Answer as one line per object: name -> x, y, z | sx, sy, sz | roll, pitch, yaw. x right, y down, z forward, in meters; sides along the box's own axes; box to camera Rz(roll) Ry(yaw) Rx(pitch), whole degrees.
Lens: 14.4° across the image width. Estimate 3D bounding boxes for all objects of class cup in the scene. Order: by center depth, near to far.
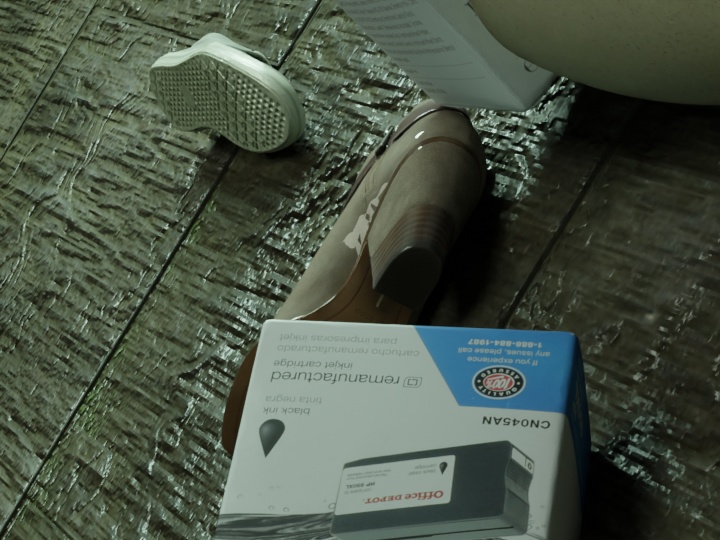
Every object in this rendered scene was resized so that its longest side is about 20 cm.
cup -> 0.163, -0.151, 1.259 | 0.201, 0.200, 0.143 | -56, 46, 6

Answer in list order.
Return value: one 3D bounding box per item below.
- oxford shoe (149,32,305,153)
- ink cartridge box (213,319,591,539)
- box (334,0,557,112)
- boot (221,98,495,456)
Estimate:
oxford shoe -> -0.078, -0.120, 1.852 | 0.058, 0.075, 0.200 | -26, 16, -19
ink cartridge box -> 0.015, 0.123, 1.213 | 0.084, 0.144, 0.200 | 80, -164, -48
box -> 0.083, -0.194, 1.432 | 0.199, 0.131, 0.200 | -47, 11, -4
boot -> 0.000, 0.000, 1.538 | 0.200, 0.070, 0.146 | -44, 20, 28
